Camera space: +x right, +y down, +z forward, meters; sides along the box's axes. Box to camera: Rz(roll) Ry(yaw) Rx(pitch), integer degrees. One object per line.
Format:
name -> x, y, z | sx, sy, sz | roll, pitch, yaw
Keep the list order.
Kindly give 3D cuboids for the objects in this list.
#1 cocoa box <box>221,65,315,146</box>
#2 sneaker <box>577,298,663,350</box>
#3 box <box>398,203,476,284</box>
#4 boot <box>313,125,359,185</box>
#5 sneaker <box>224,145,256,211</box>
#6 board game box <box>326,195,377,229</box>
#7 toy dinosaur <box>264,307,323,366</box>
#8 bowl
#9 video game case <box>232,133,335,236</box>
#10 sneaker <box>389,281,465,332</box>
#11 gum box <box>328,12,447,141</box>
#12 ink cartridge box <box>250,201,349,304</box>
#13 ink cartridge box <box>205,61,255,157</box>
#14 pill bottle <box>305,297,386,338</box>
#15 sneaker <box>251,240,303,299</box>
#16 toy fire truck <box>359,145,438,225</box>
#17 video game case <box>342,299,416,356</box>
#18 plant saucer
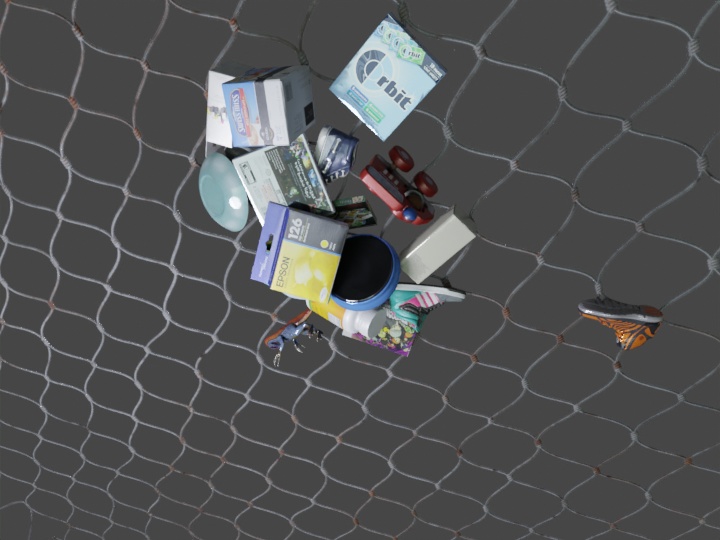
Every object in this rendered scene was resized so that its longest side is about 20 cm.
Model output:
cocoa box -> -0.191, -0.358, 1.155 | 0.130, 0.200, 0.134 | 2, 119, 12
sneaker -> 0.631, 0.139, 1.320 | 0.198, 0.078, 0.113 | 10, 120, 8
box -> 0.185, -0.063, 1.314 | 0.082, 0.069, 0.200 | 42, 119, -13
boot -> -0.071, -0.234, 1.272 | 0.090, 0.073, 0.201 | 22, 121, 6
sneaker -> -0.267, -0.223, 1.310 | 0.071, 0.099, 0.200 | -36, 105, 30
board game box -> -0.067, -0.134, 1.330 | 0.198, 0.024, 0.105 | -7, 151, 16
toy dinosaur -> -0.201, 0.180, 1.563 | 0.180, 0.105, 0.202 | 0, 83, 27
bowl -> 0.000, 0.000, 1.326 | 0.199, 0.202, 0.039 | -8, 154, 17
video game case -> -0.177, -0.198, 1.252 | 0.180, 0.023, 0.201 | -18, 112, 10
sneaker -> 0.167, 0.097, 1.368 | 0.198, 0.084, 0.122 | 5, 92, -1
gum box -> 0.058, -0.413, 1.157 | 0.170, 0.045, 0.200 | 41, 119, -11
ink cartridge box -> -0.146, -0.040, 1.267 | 0.198, 0.047, 0.199 | 14, 103, -6
ink cartridge box -> -0.299, -0.361, 1.229 | 0.067, 0.115, 0.201 | 16, 122, 4
pill bottle -> -0.035, 0.093, 1.385 | 0.199, 0.111, 0.112 | 28, 126, 29
sneaker -> -0.188, -0.008, 1.428 | 0.199, 0.080, 0.131 | 22, 123, -1
toy fire truck -> 0.087, -0.176, 1.213 | 0.200, 0.168, 0.112 | 43, 120, -13
video game case -> 0.064, 0.131, 1.472 | 0.198, 0.036, 0.182 | 18, 122, 2
plant saucer -> -0.353, -0.189, 1.328 | 0.200, 0.039, 0.203 | 24, 126, 37
